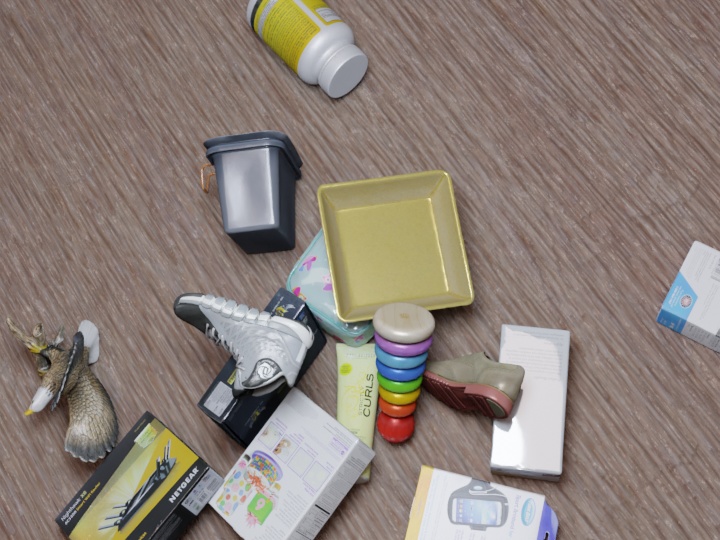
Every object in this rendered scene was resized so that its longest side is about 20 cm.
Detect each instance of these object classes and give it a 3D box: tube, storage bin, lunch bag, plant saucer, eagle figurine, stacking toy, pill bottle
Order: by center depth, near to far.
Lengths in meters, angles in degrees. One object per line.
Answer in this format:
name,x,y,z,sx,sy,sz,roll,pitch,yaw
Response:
stacking toy,0.054,0.150,1.505,0.084,0.203,0.086,2,27,-1
plant saucer,0.046,-0.031,1.557,0.196,0.049,0.204,-8,75,-8
tube,-0.007,0.197,1.561,0.057,0.052,0.203,19,61,-27
eagle figurine,-0.416,0.161,1.565,0.199,0.150,0.153,27,99,43
lunch bag,0.000,0.000,1.613,0.159,0.077,0.201,33,74,18
storage bin,-0.160,-0.107,1.620,0.143,0.200,0.137,-6,78,5
pill bottle,-0.082,-0.371,1.744,0.112,0.113,0.200,-40,70,-8

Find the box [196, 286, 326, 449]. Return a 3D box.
box,-0.133,0.141,1.537,0.051,0.158,0.201,31,75,20

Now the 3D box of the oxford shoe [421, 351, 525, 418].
oxford shoe,0.148,0.148,1.514,0.198,0.071,0.075,12,59,49

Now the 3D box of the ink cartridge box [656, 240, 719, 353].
ink cartridge box,0.530,0.060,1.534,0.198,0.067,0.117,28,75,16

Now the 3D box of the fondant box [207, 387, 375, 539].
fondant box,-0.095,0.283,1.500,0.144,0.058,0.201,33,81,39

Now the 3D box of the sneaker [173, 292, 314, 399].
sneaker,-0.167,0.104,1.433,0.197,0.075,0.117,13,73,14

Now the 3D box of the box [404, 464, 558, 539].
box,0.164,0.348,1.489,0.196,0.042,0.121,13,72,9

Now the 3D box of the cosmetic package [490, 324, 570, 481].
cosmetic package,0.235,0.183,1.523,0.100,0.074,0.204,6,72,9

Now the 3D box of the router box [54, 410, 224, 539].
router box,-0.307,0.319,1.522,0.156,0.052,0.201,30,75,38
